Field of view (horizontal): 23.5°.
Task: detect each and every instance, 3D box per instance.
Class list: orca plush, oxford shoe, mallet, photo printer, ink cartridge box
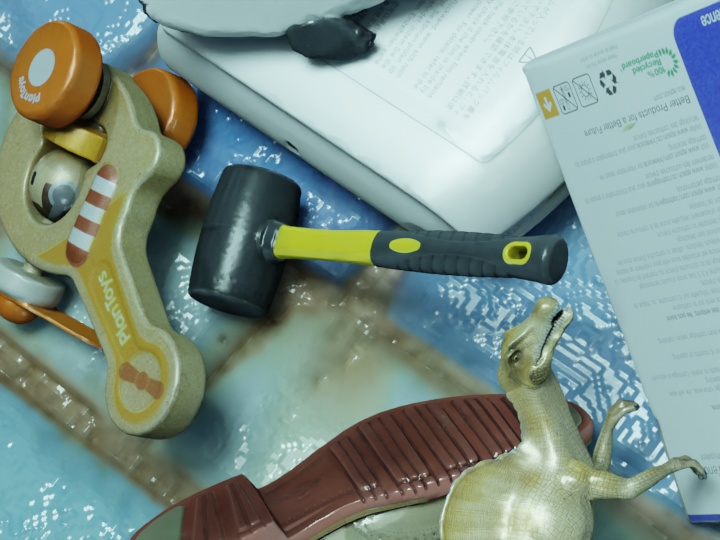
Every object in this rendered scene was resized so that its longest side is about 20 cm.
[{"bbox_3d":[-0.001,-0.162,0.726,0.200,0.105,0.071,-33,24,27],"label":"orca plush"},{"bbox_3d":[0.006,0.109,0.719,0.199,0.070,0.075,-19,111,-3],"label":"oxford shoe"},{"bbox_3d":[0.000,0.000,0.723,0.200,0.041,0.066,14,81,46],"label":"mallet"},{"bbox_3d":[0.031,-0.110,0.777,0.200,0.069,0.167,34,83,22],"label":"photo printer"},{"bbox_3d":[0.159,-0.009,0.631,0.047,0.197,0.201,-26,95,-30],"label":"ink cartridge box"}]

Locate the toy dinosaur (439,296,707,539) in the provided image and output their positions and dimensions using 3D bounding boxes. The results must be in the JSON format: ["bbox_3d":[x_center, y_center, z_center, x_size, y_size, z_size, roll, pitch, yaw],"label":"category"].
[{"bbox_3d":[0.077,0.116,0.668,0.101,0.058,0.201,11,75,-14],"label":"toy dinosaur"}]

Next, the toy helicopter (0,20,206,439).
[{"bbox_3d":[-0.122,-0.003,0.772,0.132,0.079,0.200,-42,52,22],"label":"toy helicopter"}]
